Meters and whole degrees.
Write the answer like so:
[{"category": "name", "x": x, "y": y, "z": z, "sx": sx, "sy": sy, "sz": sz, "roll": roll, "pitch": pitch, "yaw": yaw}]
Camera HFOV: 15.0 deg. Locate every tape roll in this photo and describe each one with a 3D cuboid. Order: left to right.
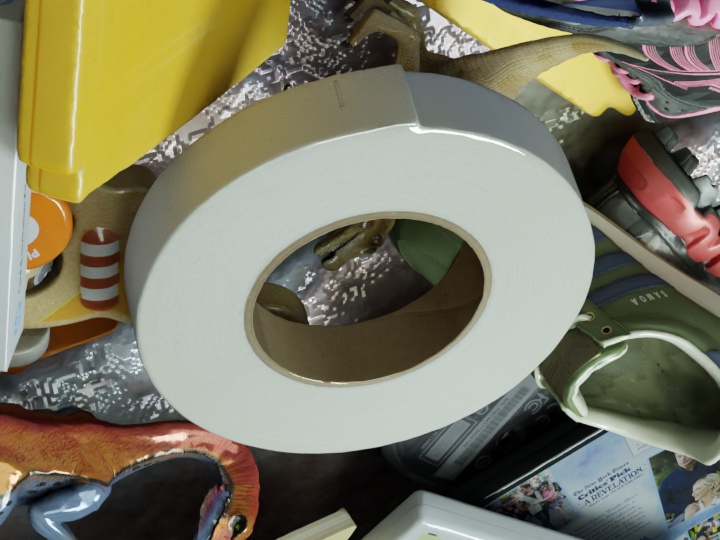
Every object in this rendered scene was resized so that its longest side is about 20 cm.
[{"category": "tape roll", "x": 0.000, "y": 0.000, "z": 1.157, "sx": 0.202, "sy": 0.037, "sz": 0.203, "roll": -9, "pitch": 139, "yaw": -8}]

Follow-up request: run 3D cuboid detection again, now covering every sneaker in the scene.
[{"category": "sneaker", "x": 0.099, "y": 0.023, "z": 1.248, "sx": 0.199, "sy": 0.090, "sz": 0.067, "roll": 28, "pitch": 121, "yaw": 0}, {"category": "sneaker", "x": 0.135, "y": -0.105, "z": 1.236, "sx": 0.199, "sy": 0.079, "sz": 0.096, "roll": 7, "pitch": 130, "yaw": -27}, {"category": "sneaker", "x": 0.161, "y": 0.017, "z": 1.348, "sx": 0.098, "sy": 0.071, "sz": 0.200, "roll": -39, "pitch": 131, "yaw": 8}]

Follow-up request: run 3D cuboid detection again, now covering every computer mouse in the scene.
[{"category": "computer mouse", "x": 0.070, "y": 0.077, "z": 1.353, "sx": 0.138, "sy": 0.053, "sz": 0.200, "roll": -45, "pitch": 136, "yaw": 11}]

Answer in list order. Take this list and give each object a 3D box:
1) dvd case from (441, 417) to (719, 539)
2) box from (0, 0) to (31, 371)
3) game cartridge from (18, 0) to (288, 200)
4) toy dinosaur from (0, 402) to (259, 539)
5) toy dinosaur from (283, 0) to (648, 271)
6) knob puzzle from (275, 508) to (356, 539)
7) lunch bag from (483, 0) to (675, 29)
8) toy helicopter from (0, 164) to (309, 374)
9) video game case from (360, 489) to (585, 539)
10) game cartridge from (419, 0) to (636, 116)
[{"category": "dvd case", "x": 0.124, "y": 0.136, "z": 1.381, "sx": 0.142, "sy": 0.018, "sz": 0.200, "roll": -31, "pitch": 141, "yaw": 0}, {"category": "box", "x": -0.230, "y": -0.047, "z": 1.083, "sx": 0.199, "sy": 0.041, "sz": 0.157, "roll": 7, "pitch": 118, "yaw": 0}, {"category": "game cartridge", "x": -0.074, "y": -0.140, "z": 1.076, "sx": 0.200, "sy": 0.032, "sz": 0.177, "roll": -43, "pitch": 145, "yaw": -56}, {"category": "toy dinosaur", "x": -0.137, "y": 0.093, "z": 1.172, "sx": 0.181, "sy": 0.105, "sz": 0.200, "roll": -14, "pitch": 157, "yaw": 0}, {"category": "toy dinosaur", "x": 0.035, "y": -0.080, "z": 1.211, "sx": 0.101, "sy": 0.058, "sz": 0.200, "roll": 40, "pitch": 128, "yaw": -15}, {"category": "knob puzzle", "x": -0.091, "y": 0.165, "z": 1.275, "sx": 0.219, "sy": 0.031, "sz": 0.220, "roll": -33, "pitch": 168, "yaw": -8}, {"category": "lunch bag", "x": 0.081, "y": -0.169, "z": 1.106, "sx": 0.199, "sy": 0.136, "sz": 0.133, "roll": 10, "pitch": 101, "yaw": 11}, {"category": "toy helicopter", "x": -0.114, "y": 0.010, "z": 1.201, "sx": 0.199, "sy": 0.079, "sz": 0.132, "roll": 21, "pitch": 122, "yaw": -27}, {"category": "video game case", "x": 0.060, "y": 0.184, "z": 1.364, "sx": 0.199, "sy": 0.022, "sz": 0.182, "roll": 19, "pitch": 137, "yaw": -28}, {"category": "game cartridge", "x": 0.115, "y": -0.183, "z": 1.236, "sx": 0.176, "sy": 0.032, "sz": 0.200, "roll": 30, "pitch": 104, "yaw": -36}]
